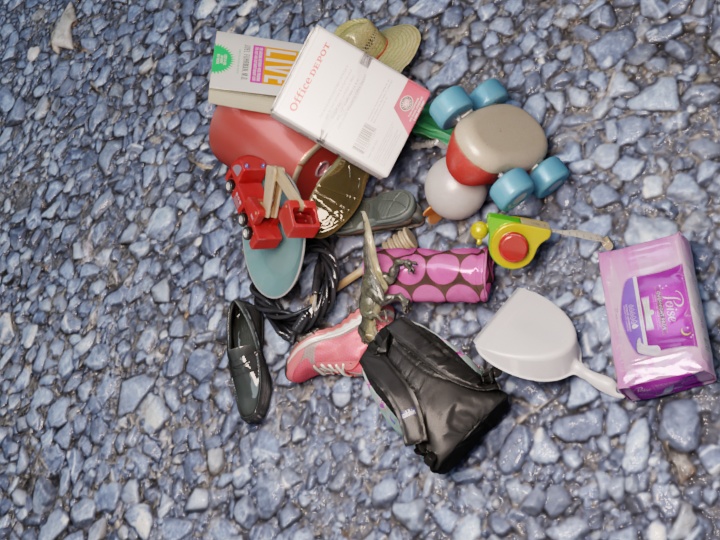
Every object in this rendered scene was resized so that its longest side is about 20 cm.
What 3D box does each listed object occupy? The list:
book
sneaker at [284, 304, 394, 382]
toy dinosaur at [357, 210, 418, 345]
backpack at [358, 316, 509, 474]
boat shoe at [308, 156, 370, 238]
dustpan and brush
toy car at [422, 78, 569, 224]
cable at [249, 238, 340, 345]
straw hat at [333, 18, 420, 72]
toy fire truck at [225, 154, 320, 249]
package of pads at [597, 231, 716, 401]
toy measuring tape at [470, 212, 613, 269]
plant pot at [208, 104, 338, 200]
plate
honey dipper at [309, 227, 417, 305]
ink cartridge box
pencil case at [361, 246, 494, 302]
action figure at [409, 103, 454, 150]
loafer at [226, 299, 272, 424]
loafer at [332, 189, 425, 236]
[{"bbox_3d":[-0.135,-0.306,1.678,0.196,0.048,0.135,6,53,-8],"label":"book"},{"bbox_3d":[-0.029,0.127,1.602,0.198,0.074,0.088,-32,57,15],"label":"sneaker"},{"bbox_3d":[0.034,0.020,1.517,0.087,0.047,0.204,5,101,26],"label":"toy dinosaur"},{"bbox_3d":[0.087,0.167,1.475,0.166,0.127,0.200,-40,63,-16],"label":"backpack"},{"bbox_3d":[-0.027,-0.137,1.664,0.072,0.063,0.203,27,80,-4],"label":"boat shoe"},{"bbox_3d":[0.267,0.113,1.431,0.198,0.058,0.139,22,48,30],"label":"dustpan and brush"},{"bbox_3d":[0.166,-0.142,1.578,0.186,0.175,0.200,54,134,15],"label":"toy car"},{"bbox_3d":[-0.108,0.008,1.694,0.164,0.050,0.201,-56,41,19],"label":"cable"},{"bbox_3d":[-0.005,-0.366,1.767,0.199,0.085,0.203,-26,39,22],"label":"straw hat"},{"bbox_3d":[-0.136,-0.108,1.608,0.141,0.048,0.202,-52,51,44],"label":"toy fire truck"},{"bbox_3d":[0.382,0.058,1.382,0.119,0.075,0.203,-16,61,26],"label":"package of pads"},{"bbox_3d":[0.249,-0.031,1.492,0.196,0.074,0.075,11,71,1],"label":"toy measuring tape"},{"bbox_3d":[-0.119,-0.209,1.745,0.177,0.200,0.201,40,92,26],"label":"plant pot"},{"bbox_3d":[-0.129,-0.058,1.665,0.199,0.025,0.204,2,93,57],"label":"plate"},{"bbox_3d":[0.000,0.000,1.667,0.198,0.038,0.038,-33,55,19],"label":"honey dipper"},{"bbox_3d":[-0.018,-0.248,1.592,0.198,0.085,0.147,29,89,-8],"label":"ink cartridge box"},{"bbox_3d":[0.100,0.002,1.562,0.196,0.094,0.093,3,103,21],"label":"pencil case"},{"bbox_3d":[0.107,-0.224,1.675,0.198,0.055,0.118,26,42,23],"label":"action figure"},{"bbox_3d":[-0.184,0.142,1.690,0.067,0.070,0.204,-20,60,22],"label":"loafer"},{"bbox_3d":[0.009,-0.080,1.683,0.197,0.063,0.073,-3,62,34],"label":"loafer"}]
